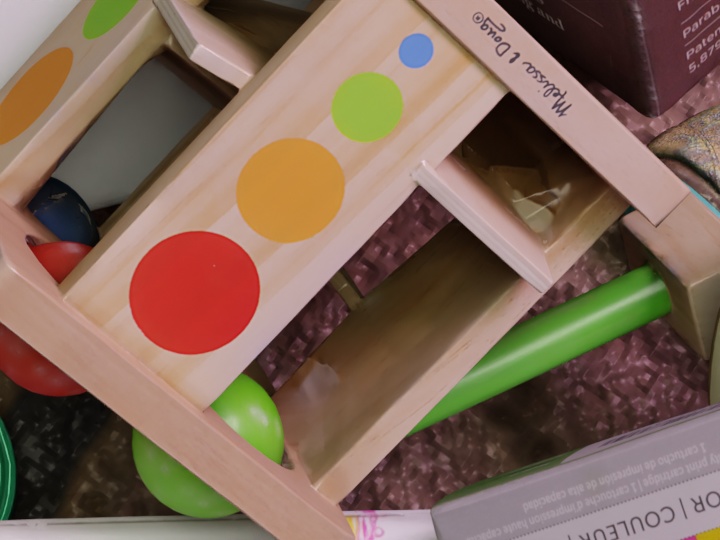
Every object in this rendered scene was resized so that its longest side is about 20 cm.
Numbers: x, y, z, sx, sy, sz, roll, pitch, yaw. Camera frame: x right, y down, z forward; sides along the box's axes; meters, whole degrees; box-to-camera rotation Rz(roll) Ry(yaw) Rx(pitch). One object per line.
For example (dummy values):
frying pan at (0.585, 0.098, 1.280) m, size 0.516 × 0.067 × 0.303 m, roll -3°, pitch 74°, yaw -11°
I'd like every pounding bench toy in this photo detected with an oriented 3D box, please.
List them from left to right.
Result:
pounding bench toy at (0.000, 0.000, 0.751) m, size 0.200 × 0.124 × 0.156 m, roll 41°, pitch 96°, yaw -25°

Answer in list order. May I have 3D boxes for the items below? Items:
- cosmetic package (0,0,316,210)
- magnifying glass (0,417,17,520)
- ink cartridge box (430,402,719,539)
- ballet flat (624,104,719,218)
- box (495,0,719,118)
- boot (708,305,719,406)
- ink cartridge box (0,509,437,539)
cosmetic package at (-0.096, -0.068, 0.816) m, size 0.199 × 0.074 × 0.102 m, roll -13°, pitch 102°, yaw -11°
magnifying glass at (-0.199, 0.043, 0.819) m, size 0.199 × 0.022 × 0.080 m, roll 19°, pitch 74°, yaw -3°
ink cartridge box at (0.103, 0.134, 0.690) m, size 0.104 × 0.059 × 0.201 m, roll -21°, pitch 85°, yaw 26°
ballet flat at (0.164, 0.028, 0.839) m, size 0.071 × 0.071 × 0.200 m, roll -38°, pitch 82°, yaw -14°
box at (0.073, -0.189, 0.789) m, size 0.164 × 0.200 × 0.166 m, roll -40°, pitch 57°, yaw -14°
boot at (0.167, 0.088, 0.732) m, size 0.072 × 0.155 × 0.201 m, roll -22°, pitch 118°, yaw -20°
ink cartridge box at (-0.009, 0.144, 0.772) m, size 0.199 × 0.086 × 0.148 m, roll 0°, pitch 77°, yaw -8°
